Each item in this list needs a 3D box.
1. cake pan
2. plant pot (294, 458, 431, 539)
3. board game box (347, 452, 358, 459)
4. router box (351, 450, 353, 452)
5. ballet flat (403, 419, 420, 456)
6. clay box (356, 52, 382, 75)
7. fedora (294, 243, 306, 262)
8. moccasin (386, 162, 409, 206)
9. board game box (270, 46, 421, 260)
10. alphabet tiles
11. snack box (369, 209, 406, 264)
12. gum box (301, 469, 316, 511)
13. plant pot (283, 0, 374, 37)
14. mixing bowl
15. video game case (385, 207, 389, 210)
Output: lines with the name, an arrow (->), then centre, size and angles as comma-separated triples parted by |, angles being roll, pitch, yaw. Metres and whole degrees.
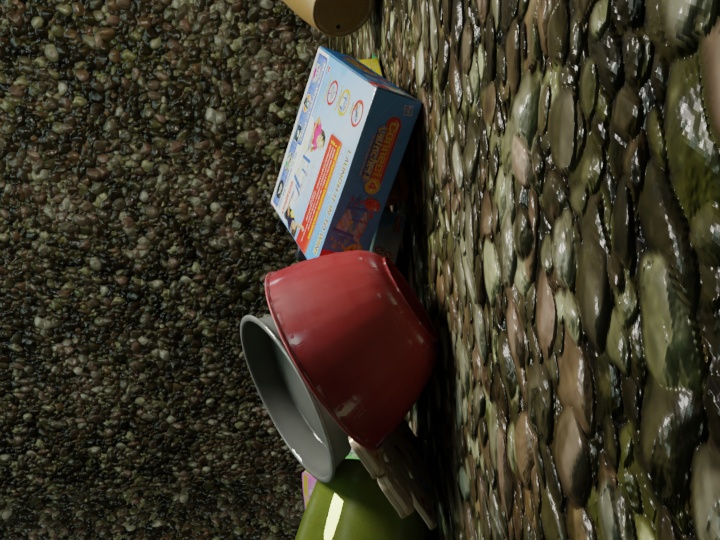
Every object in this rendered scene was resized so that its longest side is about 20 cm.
cake pan -> -0.070, 0.135, 0.861 | 0.200, 0.036, 0.203 | 47, 152, 35
plant pot -> 0.004, 0.324, 0.893 | 0.201, 0.196, 0.197 | 97, -179, -68
board game box -> 0.015, 0.324, 1.069 | 0.199, 0.029, 0.138 | -16, 82, 62
router box -> -0.005, 0.218, 1.186 | 0.200, 0.048, 0.183 | 141, 112, -71
ballet flat -> -0.003, 0.165, 0.947 | 0.200, 0.071, 0.071 | 46, -171, -17
clay box -> 0.012, -0.210, 1.092 | 0.202, 0.046, 0.117 | -101, 8, -51
fedora -> -0.040, -0.045, 1.157 | 0.201, 0.090, 0.204 | 25, -91, -84
moccasin -> -0.007, -0.099, 0.967 | 0.201, 0.076, 0.075 | -152, 47, -67
board game box -> -0.026, -0.126, 0.875 | 0.196, 0.055, 0.203 | 52, 127, 56
alphabet tiles -> 0.019, 0.169, 0.821 | 0.197, 0.014, 0.200 | 55, -171, -12
snack box -> 0.019, 0.027, 1.002 | 0.201, 0.036, 0.118 | 100, -177, -59
gum box -> -0.020, 0.363, 1.042 | 0.113, 0.065, 0.205 | 1, 97, 60
plant pot -> -0.055, -0.434, 1.117 | 0.188, 0.183, 0.203 | 92, 161, -55
mixing bowl -> 0.007, 0.057, 0.758 | 0.202, 0.107, 0.200 | 55, -172, -11
video game case -> 0.000, 0.000, 1.108 | 0.201, 0.017, 0.145 | 106, -174, -57
